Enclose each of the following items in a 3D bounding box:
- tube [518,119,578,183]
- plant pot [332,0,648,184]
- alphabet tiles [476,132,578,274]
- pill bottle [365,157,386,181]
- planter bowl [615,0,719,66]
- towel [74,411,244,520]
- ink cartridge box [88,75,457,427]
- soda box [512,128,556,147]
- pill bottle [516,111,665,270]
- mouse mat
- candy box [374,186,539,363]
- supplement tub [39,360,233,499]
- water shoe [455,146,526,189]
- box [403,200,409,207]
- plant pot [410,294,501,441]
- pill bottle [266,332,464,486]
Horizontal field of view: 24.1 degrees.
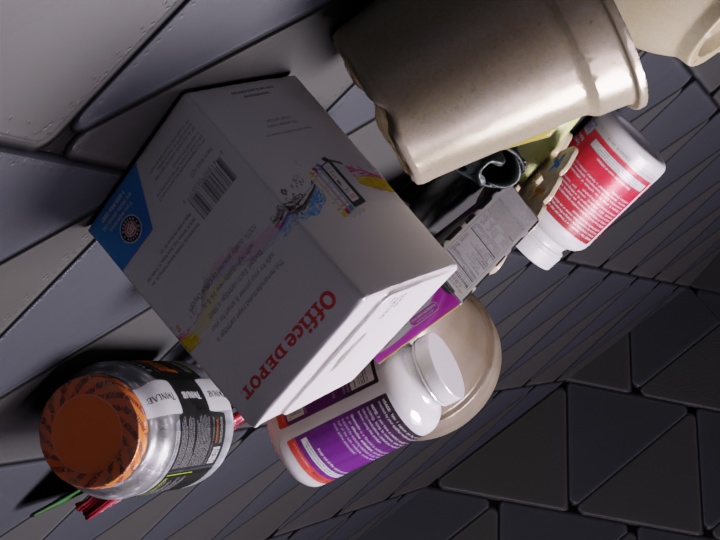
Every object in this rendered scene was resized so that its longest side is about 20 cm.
[{"bbox_3d":[0.229,-0.183,1.858,0.200,0.058,0.052,-48,132,10],"label":"tube"},{"bbox_3d":[0.088,-0.165,1.269,0.183,0.201,0.200,-30,167,1],"label":"plant pot"},{"bbox_3d":[0.170,-0.072,1.889,0.201,0.015,0.195,-59,-163,-23],"label":"alphabet tiles"},{"bbox_3d":[-0.069,-0.013,1.420,0.200,0.116,0.116,-48,165,25],"label":"pill bottle"},{"bbox_3d":[0.311,-0.281,1.593,0.200,0.135,0.200,-39,167,-11],"label":"planter bowl"},{"bbox_3d":[-0.198,0.195,1.778,0.199,0.023,0.145,-29,175,-35],"label":"towel"},{"bbox_3d":[-0.063,-0.017,1.237,0.147,0.200,0.144,-48,165,30],"label":"ink cartridge box"},{"bbox_3d":[0.143,-0.163,1.645,0.068,0.064,0.200,-49,165,30],"label":"soda box"},{"bbox_3d":[0.277,-0.099,2.116,0.200,0.112,0.112,-45,166,16],"label":"pill bottle"},{"bbox_3d":[-0.231,0.194,1.731,0.199,0.008,0.161,-31,176,18],"label":"mouse mat"},{"bbox_3d":[0.086,0.000,1.733,0.136,0.061,0.200,-38,-178,40],"label":"candy box"},{"bbox_3d":[-0.202,0.142,1.521,0.122,0.123,0.200,-43,167,10],"label":"supplement tub"},{"bbox_3d":[0.133,-0.113,1.741,0.072,0.079,0.200,-45,166,17],"label":"water shoe"},{"bbox_3d":[0.000,0.000,1.735,0.119,0.041,0.200,-53,164,-22],"label":"box"},{"bbox_3d":[0.047,0.071,1.913,0.200,0.200,0.174,-40,150,-6],"label":"plant pot"},{"bbox_3d":[0.006,0.143,1.783,0.199,0.113,0.112,-27,171,18],"label":"pill bottle"}]
